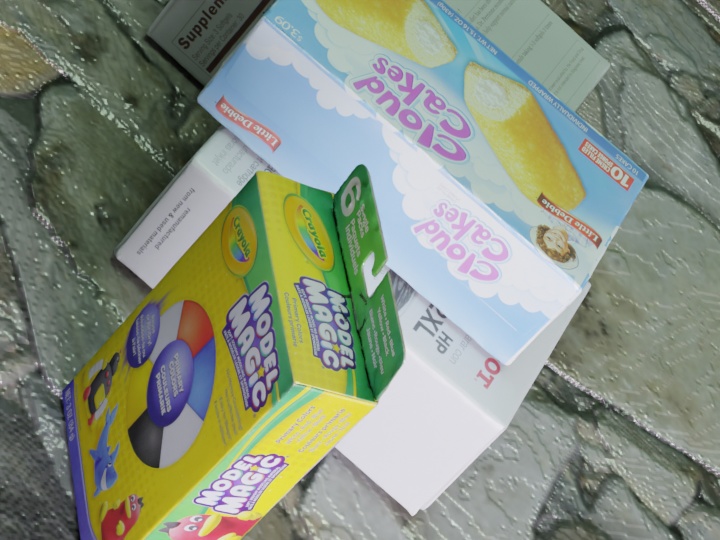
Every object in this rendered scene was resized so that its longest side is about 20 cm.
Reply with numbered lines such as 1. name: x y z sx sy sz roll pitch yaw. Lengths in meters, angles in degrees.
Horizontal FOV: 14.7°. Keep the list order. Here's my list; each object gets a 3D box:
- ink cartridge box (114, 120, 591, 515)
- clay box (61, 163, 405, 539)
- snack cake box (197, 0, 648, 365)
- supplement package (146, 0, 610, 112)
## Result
1. ink cartridge box: 0.000 0.000 1.401 0.200 0.084 0.145 41 37 -3
2. clay box: -0.058 0.047 1.211 0.047 0.200 0.115 15 45 -31
3. snack cake box: 0.032 -0.063 1.366 0.200 0.067 0.115 40 37 -4
4. supplement package: 0.011 -0.118 1.495 0.200 0.117 0.117 43 39 -2
